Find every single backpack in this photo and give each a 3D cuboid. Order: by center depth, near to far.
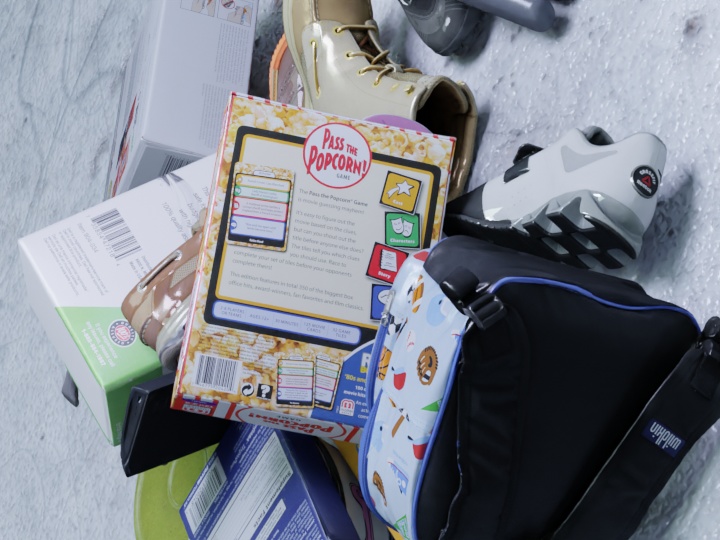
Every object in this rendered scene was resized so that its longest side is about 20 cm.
[{"bbox_3d":[0.085,0.085,1.241,0.154,0.199,0.192,32,106,62],"label":"backpack"}]

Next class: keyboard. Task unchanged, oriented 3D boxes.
[{"bbox_3d":[-0.080,0.062,1.436,0.021,0.199,0.128,36,124,27],"label":"keyboard"}]

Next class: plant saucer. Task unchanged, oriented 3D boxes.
[{"bbox_3d":[-0.122,0.160,1.643,0.200,0.031,0.201,-30,50,45],"label":"plant saucer"}]

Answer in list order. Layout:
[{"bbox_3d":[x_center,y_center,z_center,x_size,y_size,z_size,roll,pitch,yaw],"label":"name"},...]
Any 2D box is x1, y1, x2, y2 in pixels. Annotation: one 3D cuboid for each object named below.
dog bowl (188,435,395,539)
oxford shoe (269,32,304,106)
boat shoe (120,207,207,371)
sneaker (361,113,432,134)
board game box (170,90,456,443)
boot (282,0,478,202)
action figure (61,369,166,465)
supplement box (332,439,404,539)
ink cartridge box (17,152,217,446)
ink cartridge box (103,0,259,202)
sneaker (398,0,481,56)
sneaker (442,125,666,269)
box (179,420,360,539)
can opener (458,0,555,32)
[{"bbox_3d":[-0.042,0.208,1.452,0.200,0.073,0.202,-31,51,48],"label":"dog bowl"},{"bbox_3d":[-0.032,-0.116,1.626,0.073,0.071,0.201,39,117,52],"label":"oxford shoe"},{"bbox_3d":[-0.082,-0.019,1.454,0.072,0.200,0.076,35,150,22],"label":"boat shoe"},{"bbox_3d":[0.000,0.000,1.431,0.089,0.080,0.201,114,175,-72],"label":"sneaker"},{"bbox_3d":[-0.028,0.000,1.354,0.046,0.150,0.202,123,158,-72],"label":"board game box"},{"bbox_3d":[0.014,-0.145,1.524,0.155,0.072,0.202,6,101,56],"label":"boot"},{"bbox_3d":[-0.106,0.051,1.585,0.193,0.105,0.199,-45,36,-21],"label":"action figure"},{"bbox_3d":[0.030,0.108,1.412,0.067,0.068,0.200,-61,35,17],"label":"supplement box"},{"bbox_3d":[-0.122,0.011,1.526,0.146,0.199,0.084,56,160,29],"label":"ink cartridge box"},{"bbox_3d":[-0.149,-0.125,1.744,0.176,0.083,0.201,122,158,-52],"label":"ink cartridge box"},{"bbox_3d":[0.031,-0.236,1.568,0.066,0.090,0.201,-46,40,34],"label":"sneaker"},{"bbox_3d":[0.126,-0.046,1.359,0.199,0.074,0.089,-4,52,57],"label":"sneaker"},{"bbox_3d":[-0.056,0.180,1.386,0.122,0.032,0.200,-58,34,24],"label":"box"},{"bbox_3d":[0.051,-0.226,1.479,0.199,0.067,0.054,26,79,31],"label":"can opener"}]
